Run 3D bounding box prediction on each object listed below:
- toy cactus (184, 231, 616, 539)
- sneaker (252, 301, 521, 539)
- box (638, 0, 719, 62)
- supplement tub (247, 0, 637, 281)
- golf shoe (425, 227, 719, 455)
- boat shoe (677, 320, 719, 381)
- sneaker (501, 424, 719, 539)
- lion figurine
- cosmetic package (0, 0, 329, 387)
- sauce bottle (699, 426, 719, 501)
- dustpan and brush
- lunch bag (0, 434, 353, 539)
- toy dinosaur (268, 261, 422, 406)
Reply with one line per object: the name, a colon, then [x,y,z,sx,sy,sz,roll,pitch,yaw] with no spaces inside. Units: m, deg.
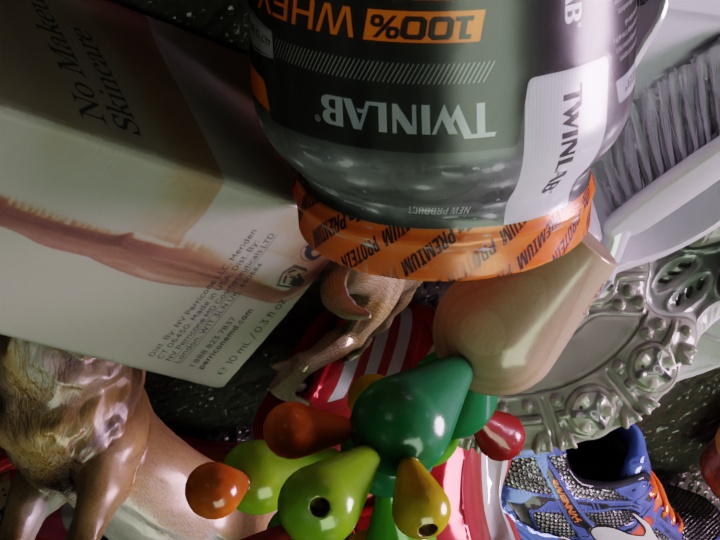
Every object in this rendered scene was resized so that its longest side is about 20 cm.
toy cactus: [0.029,0.054,0.769,0.165,0.102,0.200,-49,162,13]
sneaker: [0.006,0.108,0.908,0.115,0.200,0.078,8,158,-30]
box: [0.092,-0.077,0.830,0.200,0.035,0.110,-17,163,-15]
supplement tub: [0.025,-0.106,0.670,0.122,0.123,0.200,-12,116,-21]
golf shoe: [0.109,0.012,0.919,0.200,0.078,0.097,-30,-173,-8]
boat shoe: [0.189,0.014,0.978,0.202,0.086,0.075,-33,142,4]
sneaker: [0.120,0.110,1.057,0.200,0.075,0.078,18,119,-45]
lion figurine: [-0.077,0.088,0.848,0.072,0.123,0.200,-12,135,35]
cosmetic package: [-0.112,-0.040,0.722,0.200,0.103,0.087,16,123,-44]
sauce bottle: [0.245,0.042,1.064,0.066,0.066,0.200,9,127,-38]
dustpan and brush: [0.100,-0.024,0.815,0.140,0.057,0.200,1,147,-45]
lunch bag: [-0.104,0.155,0.959,0.200,0.082,0.176,8,130,-38]
toy dinosaur: [0.000,0.000,0.817,0.101,0.058,0.200,-39,172,25]
